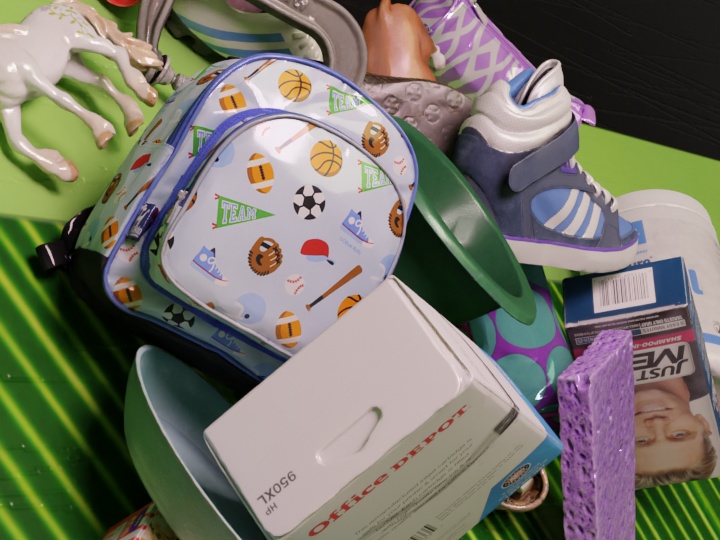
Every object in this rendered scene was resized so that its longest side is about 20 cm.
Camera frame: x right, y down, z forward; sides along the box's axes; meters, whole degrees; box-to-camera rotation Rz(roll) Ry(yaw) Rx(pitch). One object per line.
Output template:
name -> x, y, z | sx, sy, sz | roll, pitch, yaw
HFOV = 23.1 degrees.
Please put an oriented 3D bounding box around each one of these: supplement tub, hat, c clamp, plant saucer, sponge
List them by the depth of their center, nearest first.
plant saucer -> -0.076, 0.132, 1.010 | 0.200, 0.036, 0.200 | 50, 6, -8
hat -> 0.006, 0.021, 1.187 | 0.166, 0.176, 0.200 | 41, 19, -36
c clamp -> -0.079, -0.133, 1.249 | 0.199, 0.171, 0.027 | 33, -8, -18
sponge -> 0.181, 0.154, 1.329 | 0.112, 0.030, 0.201 | -38, 127, -60
supplement tub -> 0.268, 0.042, 1.568 | 0.132, 0.132, 0.201 | 33, 37, -36

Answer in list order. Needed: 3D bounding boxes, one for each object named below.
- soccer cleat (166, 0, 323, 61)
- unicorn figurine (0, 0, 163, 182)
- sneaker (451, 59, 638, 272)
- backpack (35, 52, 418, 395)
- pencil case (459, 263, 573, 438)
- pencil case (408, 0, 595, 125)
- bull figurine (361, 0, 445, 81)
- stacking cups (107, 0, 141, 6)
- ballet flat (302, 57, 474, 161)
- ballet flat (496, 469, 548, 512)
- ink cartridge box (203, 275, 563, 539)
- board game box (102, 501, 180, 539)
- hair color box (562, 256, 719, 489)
soccer cleat -> -0.057, -0.173, 1.330 | 0.200, 0.086, 0.070 | 32, 38, -38
unicorn figurine -> -0.203, -0.128, 1.098 | 0.137, 0.074, 0.200 | 45, 16, -3
sneaker -> 0.152, -0.081, 1.323 | 0.199, 0.147, 0.080 | 3, 17, -40
backpack -> -0.060, -0.034, 1.062 | 0.200, 0.154, 0.191 | 32, 73, -28
pencil case -> 0.110, 0.043, 1.377 | 0.092, 0.085, 0.201 | -9, 65, -18
pencil case -> 0.121, -0.184, 1.611 | 0.200, 0.085, 0.084 | 40, 32, -30
bull figurine -> 0.034, -0.113, 1.398 | 0.121, 0.065, 0.201 | 38, 52, -70
stacking cups -> -0.140, -0.254, 1.309 | 0.061, 0.060, 0.200 | 47, 32, -18
ballet flat -> 0.011, -0.116, 1.317 | 0.199, 0.046, 0.068 | 12, 88, -17
ballet flat -> 0.067, 0.107, 1.254 | 0.200, 0.068, 0.067 | 40, -8, -27
ink cartridge box -> 0.019, 0.101, 1.032 | 0.084, 0.144, 0.200 | 52, 6, 26
board game box -> -0.084, 0.243, 0.934 | 0.200, 0.046, 0.152 | 51, 30, -12
hair color box -> 0.233, 0.088, 1.428 | 0.061, 0.099, 0.201 | -84, 158, -48
